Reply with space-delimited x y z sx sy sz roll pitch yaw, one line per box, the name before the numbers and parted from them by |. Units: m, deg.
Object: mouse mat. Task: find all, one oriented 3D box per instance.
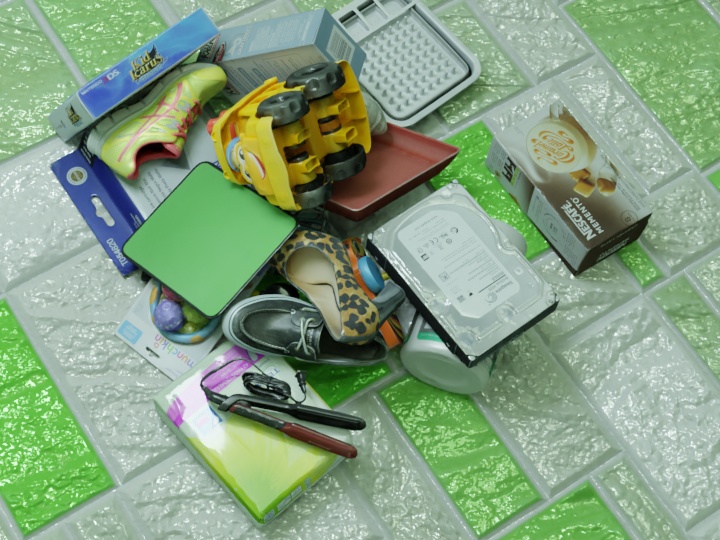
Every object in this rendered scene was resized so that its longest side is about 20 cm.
mouse mat | -0.182 -0.040 1.594 0.200 0.008 0.161 33 77 37

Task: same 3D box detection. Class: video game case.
video game case | -0.292 -0.247 1.696 0.200 0.181 0.045 -39 101 -21

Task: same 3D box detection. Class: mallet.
mallet | -0.171 0.022 1.659 0.200 0.066 0.041 10 91 16

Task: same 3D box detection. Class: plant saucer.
plant saucer | -0.009 -0.130 1.688 0.200 0.037 0.200 24 42 36

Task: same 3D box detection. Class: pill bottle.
pill bottle | 0.132 0.040 1.636 0.113 0.113 0.200 20 65 4

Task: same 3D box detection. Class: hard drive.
hard drive | 0.119 0.002 1.571 0.140 0.038 0.200 -32 71 -18

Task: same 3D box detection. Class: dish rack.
dish rack | 0.047 -0.288 1.826 0.172 0.044 0.200 -36 72 -21

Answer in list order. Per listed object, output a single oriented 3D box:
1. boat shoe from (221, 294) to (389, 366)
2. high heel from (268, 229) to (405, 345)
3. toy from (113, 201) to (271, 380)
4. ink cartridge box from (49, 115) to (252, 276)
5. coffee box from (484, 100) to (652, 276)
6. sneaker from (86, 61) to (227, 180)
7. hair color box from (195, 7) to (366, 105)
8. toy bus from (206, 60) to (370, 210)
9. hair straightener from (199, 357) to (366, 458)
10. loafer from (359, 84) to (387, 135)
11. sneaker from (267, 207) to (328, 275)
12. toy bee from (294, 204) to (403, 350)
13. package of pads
boat shoe | -0.058 0.070 1.548 0.200 0.071 0.072 7 93 -20
high heel | -0.058 0.015 1.522 0.200 0.071 0.143 25 28 13
toy | -0.204 0.025 1.604 0.115 0.047 0.200 36 88 14
ink cartridge box | -0.268 -0.119 1.712 0.200 0.041 0.200 -31 71 -19
coffee box | 0.269 -0.108 1.740 0.114 0.080 0.200 -29 70 -18
sneaker | -0.242 -0.184 1.687 0.200 0.078 0.090 -38 73 -11
hair color box | -0.104 -0.270 1.714 0.200 0.099 0.061 -4 58 36
toy bus | -0.110 -0.160 1.599 0.192 0.136 0.200 0 28 29
hair straightener | -0.088 0.150 1.531 0.200 0.041 0.077 17 65 7
loafer | -0.037 -0.231 1.760 0.070 0.070 0.200 -51 47 7
sneaker | -0.128 -0.035 1.668 0.200 0.078 0.086 -15 70 -12
toy bee | 0.000 0.000 1.647 0.131 0.109 0.200 -7 105 11
package of pads | -0.122 0.180 1.568 0.154 0.068 0.200 -38 74 -19
